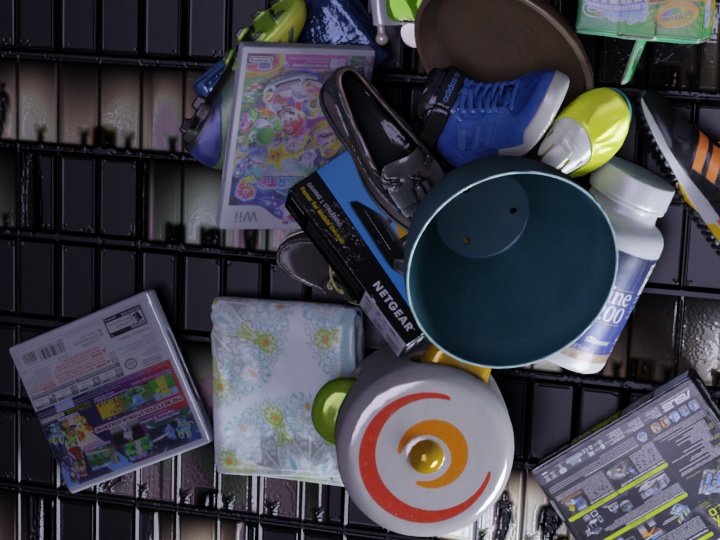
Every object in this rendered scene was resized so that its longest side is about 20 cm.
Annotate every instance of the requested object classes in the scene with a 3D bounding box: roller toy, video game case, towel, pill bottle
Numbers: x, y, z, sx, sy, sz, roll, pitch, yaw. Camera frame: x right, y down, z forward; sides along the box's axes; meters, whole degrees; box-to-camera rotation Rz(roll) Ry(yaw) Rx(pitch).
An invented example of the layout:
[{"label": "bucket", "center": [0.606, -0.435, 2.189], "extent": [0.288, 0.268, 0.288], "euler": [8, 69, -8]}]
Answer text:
[{"label": "roller toy", "center": [0.066, 0.171, 1.712], "extent": [0.199, 0.140, 0.183], "euler": [-28, 103, 5]}, {"label": "video game case", "center": [-0.280, 0.137, 1.878], "extent": [0.199, 0.023, 0.183], "euler": [-21, 93, 22]}, {"label": "towel", "center": [-0.079, 0.131, 1.814], "extent": [0.170, 0.048, 0.201], "euler": [3, 101, 15]}, {"label": "pill bottle", "center": [0.233, -0.008, 1.665], "extent": [0.111, 0.111, 0.201], "euler": [27, 106, 9]}, {"label": "towel", "center": [-0.072, -0.210, 1.748], "extent": [0.200, 0.049, 0.112], "euler": [-36, 90, 18]}, {"label": "video game case", "center": [-0.067, -0.136, 1.713], "extent": [0.142, 0.018, 0.201], "euler": [-1, 118, -22]}]

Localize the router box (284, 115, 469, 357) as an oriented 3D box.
[{"label": "router box", "center": [0.040, -0.036, 1.694], "extent": [0.149, 0.051, 0.200], "euler": [-34, 80, -18]}]

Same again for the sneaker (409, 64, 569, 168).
[{"label": "sneaker", "center": [0.116, -0.161, 1.632], "extent": [0.111, 0.200, 0.077], "euler": [32, 67, -11]}]

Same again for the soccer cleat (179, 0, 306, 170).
[{"label": "soccer cleat", "center": [-0.106, -0.191, 1.714], "extent": [0.083, 0.065, 0.201], "euler": [30, 105, -22]}]

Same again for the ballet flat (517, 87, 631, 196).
[{"label": "ballet flat", "center": [0.191, -0.111, 1.629], "extent": [0.067, 0.067, 0.200], "euler": [54, 147, 1]}]

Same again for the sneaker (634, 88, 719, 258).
[{"label": "sneaker", "center": [0.349, -0.104, 1.645], "extent": [0.090, 0.070, 0.201], "euler": [-32, 90, 3]}]

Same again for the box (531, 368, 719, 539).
[{"label": "box", "center": [0.302, 0.220, 1.724], "extent": [0.200, 0.044, 0.161], "euler": [-34, 90, 19]}]

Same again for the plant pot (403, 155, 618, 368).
[{"label": "plant pot", "center": [0.129, -0.028, 1.580], "extent": [0.199, 0.135, 0.201], "euler": [-4, 117, -8]}]

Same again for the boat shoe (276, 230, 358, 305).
[{"label": "boat shoe", "center": [0.000, 0.000, 1.759], "extent": [0.200, 0.061, 0.072], "euler": [11, 104, 14]}]

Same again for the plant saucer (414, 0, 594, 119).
[{"label": "plant saucer", "center": [0.144, -0.210, 1.642], "extent": [0.199, 0.030, 0.201], "euler": [26, 148, 18]}]

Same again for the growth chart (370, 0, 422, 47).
[{"label": "growth chart", "center": [0.099, -0.309, 1.685], "extent": [0.199, 0.018, 0.146], "euler": [-13, 96, 8]}]

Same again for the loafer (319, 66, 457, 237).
[{"label": "loafer", "center": [0.028, -0.115, 1.650], "extent": [0.072, 0.063, 0.200], "euler": [-37, 86, -15]}]

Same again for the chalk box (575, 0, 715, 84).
[{"label": "chalk box", "center": [0.278, -0.279, 1.596], "extent": [0.123, 0.124, 0.201], "euler": [7, 103, 15]}]
